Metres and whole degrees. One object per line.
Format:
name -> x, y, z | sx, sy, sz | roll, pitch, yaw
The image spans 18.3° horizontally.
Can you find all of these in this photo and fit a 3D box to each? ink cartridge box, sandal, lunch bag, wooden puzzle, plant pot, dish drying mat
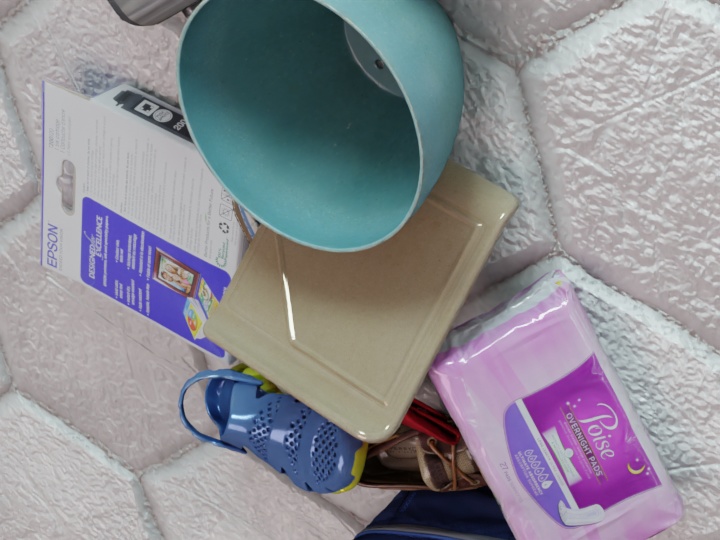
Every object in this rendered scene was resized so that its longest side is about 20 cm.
ink cartridge box -> -0.168, -0.047, 1.787 | 0.200, 0.043, 0.199 | 26, 133, 20
sandal -> -0.074, 0.125, 1.765 | 0.200, 0.087, 0.080 | 17, 97, 46
lunch bag -> 0.089, 0.249, 1.727 | 0.200, 0.132, 0.136 | 2, 121, 39
wooden puzzle -> 0.000, 0.000, 1.588 | 0.185, 0.037, 0.200 | 31, 91, 34
plant pot -> -0.007, -0.132, 1.524 | 0.200, 0.135, 0.201 | 22, 132, 26
dish drying mat -> -0.008, 0.089, 1.714 | 0.077, 0.018, 0.200 | 32, 172, -39

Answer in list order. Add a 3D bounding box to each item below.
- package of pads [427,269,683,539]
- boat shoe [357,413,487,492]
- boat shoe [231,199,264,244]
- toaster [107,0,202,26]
package of pads -> 0.137, 0.112, 1.597 | 0.120, 0.076, 0.200 | -28, 105, 3
boat shoe -> 0.071, 0.144, 1.708 | 0.200, 0.072, 0.072 | -2, 118, 40
boat shoe -> -0.039, 0.012, 1.698 | 0.072, 0.072, 0.200 | -18, 112, 53
toaster -> -0.135, -0.275, 1.546 | 0.129, 0.114, 0.200 | -15, 107, 41
